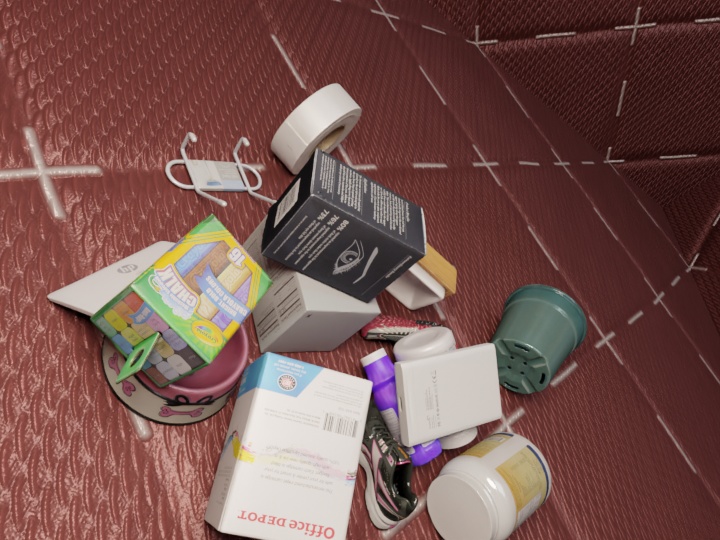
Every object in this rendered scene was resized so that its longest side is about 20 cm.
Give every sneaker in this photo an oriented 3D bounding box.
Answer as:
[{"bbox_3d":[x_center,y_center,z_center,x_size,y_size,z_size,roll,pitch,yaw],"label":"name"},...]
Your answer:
[{"bbox_3d":[0.044,0.298,0.844,0.080,0.086,0.200,4,56,-43],"label":"sneaker"},{"bbox_3d":[0.093,0.137,1.037,0.200,0.081,0.075,11,95,-24],"label":"sneaker"}]

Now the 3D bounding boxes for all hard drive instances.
[{"bbox_3d":[0.150,0.202,0.877,0.200,0.027,0.132,-6,90,-30],"label":"hard drive"}]

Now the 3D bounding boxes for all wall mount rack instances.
[{"bbox_3d":[-0.244,-0.170,0.968,0.200,0.075,0.174,-8,65,-45],"label":"wall mount rack"}]

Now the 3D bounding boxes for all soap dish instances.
[{"bbox_3d":[0.090,-0.014,1.084,0.200,0.157,0.081,42,64,-8],"label":"soap dish"}]

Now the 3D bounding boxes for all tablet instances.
[{"bbox_3d":[-0.314,0.007,0.743,0.130,0.014,0.200,13,30,25],"label":"tablet"}]

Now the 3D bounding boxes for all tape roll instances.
[{"bbox_3d":[-0.093,-0.296,1.113,0.071,0.202,0.202,49,39,-1],"label":"tape roll"}]

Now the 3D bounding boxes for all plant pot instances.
[{"bbox_3d":[0.392,0.165,1.209,0.200,0.200,0.196,50,46,1],"label":"plant pot"}]

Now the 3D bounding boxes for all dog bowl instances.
[{"bbox_3d":[-0.248,0.108,0.738,0.200,0.074,0.200,25,44,-27],"label":"dog bowl"}]

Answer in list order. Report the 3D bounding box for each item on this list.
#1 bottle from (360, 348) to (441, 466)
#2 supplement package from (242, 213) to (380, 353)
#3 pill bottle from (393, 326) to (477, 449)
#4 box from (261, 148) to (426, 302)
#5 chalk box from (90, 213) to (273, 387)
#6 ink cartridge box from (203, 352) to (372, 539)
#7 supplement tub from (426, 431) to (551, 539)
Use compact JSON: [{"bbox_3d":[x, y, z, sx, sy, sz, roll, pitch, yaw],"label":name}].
[{"bbox_3d":[0.065,0.233,0.908,0.065,0.084,0.200,-24,80,-22],"label":"bottle"},{"bbox_3d":[-0.093,0.017,0.895,0.152,0.151,0.200,6,55,-41],"label":"supplement package"},{"bbox_3d":[0.141,0.213,0.952,0.112,0.112,0.200,-31,104,-51],"label":"pill bottle"},{"bbox_3d":[-0.023,-0.059,0.786,0.200,0.148,0.104,26,44,-26],"label":"box"},{"bbox_3d":[-0.225,0.050,0.635,0.124,0.124,0.200,51,39,-15],"label":"chalk box"},{"bbox_3d":[-0.093,0.230,0.667,0.146,0.146,0.200,20,65,-17],"label":"ink cartridge box"},{"bbox_3d":[0.221,0.375,0.901,0.200,0.144,0.145,-8,64,-46],"label":"supplement tub"}]
